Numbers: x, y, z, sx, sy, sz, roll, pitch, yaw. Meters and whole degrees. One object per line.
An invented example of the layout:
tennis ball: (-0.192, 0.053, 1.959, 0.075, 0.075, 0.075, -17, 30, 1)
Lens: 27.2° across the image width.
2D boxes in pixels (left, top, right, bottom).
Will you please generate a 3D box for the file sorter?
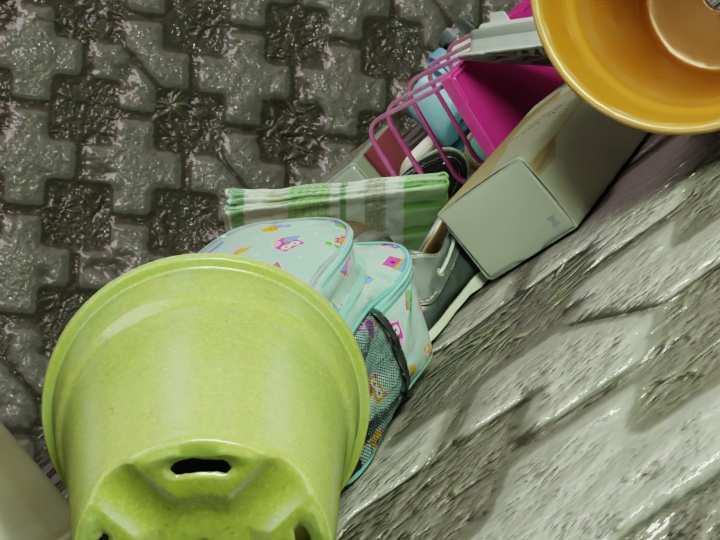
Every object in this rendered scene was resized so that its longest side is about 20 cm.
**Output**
file sorter: (0.117, -0.147, 1.452, 0.125, 0.139, 0.200, -23, 16, 39)

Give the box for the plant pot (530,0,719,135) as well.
plant pot: (0.235, -0.194, 1.017, 0.200, 0.200, 0.183, -38, -9, 21)

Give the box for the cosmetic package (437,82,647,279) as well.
cosmetic package: (0.156, -0.088, 1.200, 0.105, 0.071, 0.200, -34, 9, 42)

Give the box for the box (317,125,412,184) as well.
box: (0.005, -0.097, 2.017, 0.128, 0.109, 0.200, -37, 7, 25)

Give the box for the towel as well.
towel: (-0.022, -0.036, 1.345, 0.200, 0.031, 0.149, -6, -31, -5)

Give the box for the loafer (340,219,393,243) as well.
loafer: (0.000, 0.000, 1.237, 0.073, 0.071, 0.200, -54, -20, -12)

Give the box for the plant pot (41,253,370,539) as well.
plant pot: (-0.084, 0.114, 0.821, 0.200, 0.200, 0.184, -40, 18, 8)

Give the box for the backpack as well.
backpack: (-0.048, 0.047, 1.029, 0.175, 0.154, 0.200, -5, 19, 32)

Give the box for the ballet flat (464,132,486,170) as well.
ballet flat: (0.196, -0.183, 1.696, 0.200, 0.071, 0.071, -41, 6, -7)

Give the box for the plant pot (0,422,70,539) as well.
plant pot: (-0.368, 0.236, 1.417, 0.200, 0.174, 0.200, -23, 4, 2)

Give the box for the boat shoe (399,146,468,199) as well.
boat shoe: (0.043, -0.054, 1.640, 0.199, 0.075, 0.066, -40, 8, 11)

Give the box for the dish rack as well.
dish rack: (0.202, -0.207, 1.301, 0.171, 0.044, 0.200, -1, 4, -33)

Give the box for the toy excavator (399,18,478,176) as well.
toy excavator: (0.097, -0.167, 1.758, 0.200, 0.100, 0.195, -39, -31, -3)

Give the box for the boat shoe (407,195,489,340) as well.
boat shoe: (0.041, 0.019, 1.176, 0.200, 0.068, 0.072, -47, 14, -33)
